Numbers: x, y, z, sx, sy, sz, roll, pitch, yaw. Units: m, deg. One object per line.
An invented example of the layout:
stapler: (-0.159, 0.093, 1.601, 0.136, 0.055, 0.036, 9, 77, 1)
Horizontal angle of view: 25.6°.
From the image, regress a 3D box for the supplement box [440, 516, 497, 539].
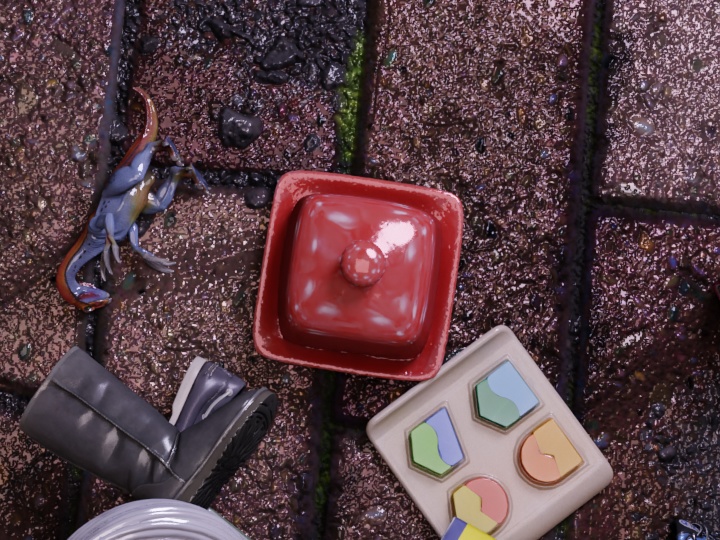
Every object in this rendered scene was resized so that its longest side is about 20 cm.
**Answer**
supplement box: (0.143, 0.349, 1.522, 0.199, 0.109, 0.110, 29, 51, 11)

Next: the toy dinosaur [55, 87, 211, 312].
toy dinosaur: (-0.242, -0.051, 1.610, 0.181, 0.105, 0.200, -35, 50, 7)

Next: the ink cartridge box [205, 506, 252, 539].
ink cartridge box: (-0.180, 0.332, 1.539, 0.104, 0.059, 0.200, 43, 77, -24)

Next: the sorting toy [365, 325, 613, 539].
sorting toy: (0.132, 0.185, 1.608, 0.185, 0.036, 0.200, -36, 88, -6)

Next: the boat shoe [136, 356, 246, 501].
boat shoe: (-0.172, 0.188, 1.574, 0.062, 0.073, 0.201, 20, 79, 3)

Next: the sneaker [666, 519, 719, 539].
sneaker: (0.353, 0.288, 1.590, 0.199, 0.079, 0.090, -18, 88, -4)

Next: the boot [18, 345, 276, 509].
boot: (-0.205, 0.138, 1.526, 0.200, 0.073, 0.182, 35, 76, 23)

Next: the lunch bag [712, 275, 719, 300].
lunch bag: (0.460, -0.014, 1.573, 0.199, 0.176, 0.082, -30, 87, -5)

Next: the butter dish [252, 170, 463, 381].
butter dish: (0.000, 0.000, 1.561, 0.199, 0.148, 0.201, 9, 85, -1)

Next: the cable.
cable: (-0.191, 0.301, 1.443, 0.200, 0.069, 0.201, -36, 118, -8)
